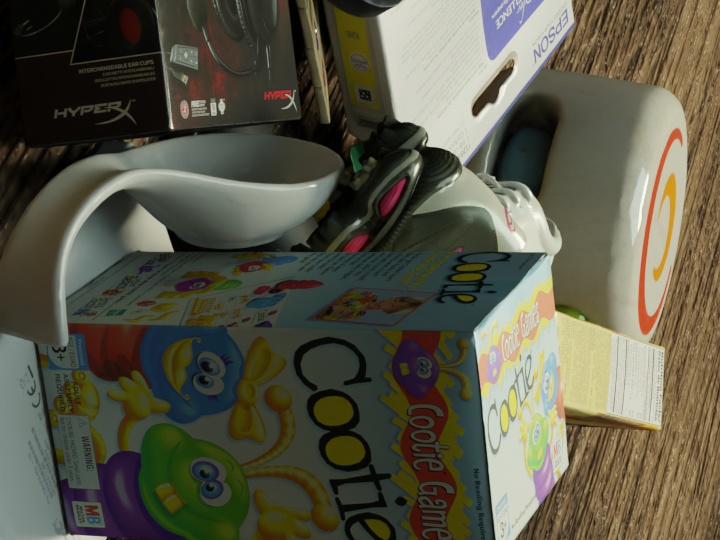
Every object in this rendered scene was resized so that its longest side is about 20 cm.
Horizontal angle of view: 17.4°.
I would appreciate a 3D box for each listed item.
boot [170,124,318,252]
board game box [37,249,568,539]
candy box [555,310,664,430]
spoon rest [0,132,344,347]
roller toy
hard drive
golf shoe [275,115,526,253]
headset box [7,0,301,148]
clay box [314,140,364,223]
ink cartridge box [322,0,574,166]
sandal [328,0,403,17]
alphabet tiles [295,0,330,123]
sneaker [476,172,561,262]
[{"bbox_3d":[0.000,0.000,1.188,0.076,0.168,0.201,-45,131,-59],"label":"boot"},{"bbox_3d":[-0.023,0.055,1.020,0.105,0.199,0.103,-41,127,-61],"label":"board game box"},{"bbox_3d":[0.090,0.057,1.350,0.200,0.115,0.055,16,77,-64],"label":"candy box"},{"bbox_3d":[-0.084,-0.030,1.031,0.200,0.099,0.061,-33,129,-51],"label":"spoon rest"},{"bbox_3d":[0.132,-0.040,1.548,0.200,0.139,0.183,-48,144,-62],"label":"roller toy"},{"bbox_3d":[-0.130,0.053,1.056,0.200,0.025,0.132,-63,146,-47],"label":"hard drive"},{"bbox_3d":[-0.008,0.021,1.114,0.088,0.200,0.077,34,37,-12],"label":"golf shoe"},{"bbox_3d":[-0.097,-0.160,1.054,0.149,0.075,0.201,-13,97,-69],"label":"headset box"},{"bbox_3d":[0.011,0.014,1.371,0.115,0.047,0.201,-33,120,-61],"label":"clay box"},{"bbox_3d":[0.051,-0.164,1.314,0.198,0.047,0.200,-51,147,-36],"label":"ink cartridge box"},{"bbox_3d":[0.031,-0.215,1.192,0.076,0.043,0.201,29,61,-25],"label":"sandal"},{"bbox_3d":[-0.034,-0.204,1.218,0.167,0.008,0.200,78,6,-58],"label":"alphabet tiles"},{"bbox_3d":[0.062,-0.021,1.307,0.071,0.073,0.200,-67,163,0],"label":"sneaker"}]
